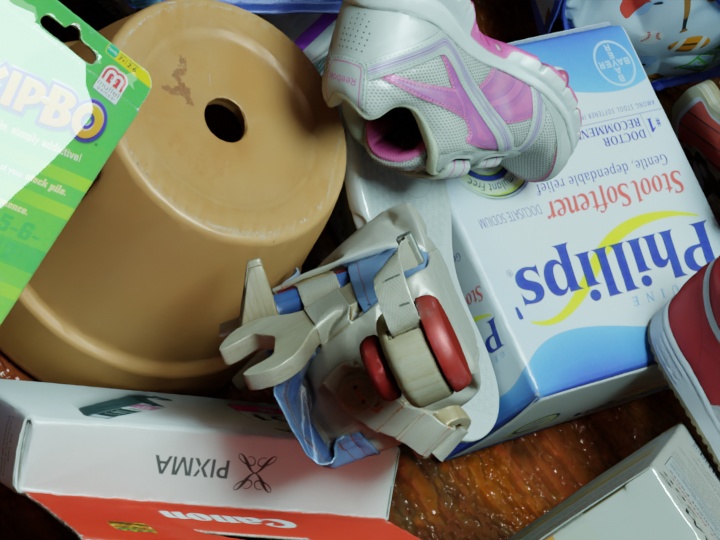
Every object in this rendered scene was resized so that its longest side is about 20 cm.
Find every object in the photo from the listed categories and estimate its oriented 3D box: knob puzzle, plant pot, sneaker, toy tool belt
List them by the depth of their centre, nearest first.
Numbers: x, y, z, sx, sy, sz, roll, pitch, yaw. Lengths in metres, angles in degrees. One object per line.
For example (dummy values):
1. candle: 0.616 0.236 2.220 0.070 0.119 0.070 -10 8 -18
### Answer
1. toy tool belt: -0.010 0.045 1.298 0.200 0.123 0.125 -78 143 -81
2. plant pot: -0.099 -0.045 1.392 0.200 0.140 0.200 15 59 -27
3. sneaker: 0.038 -0.085 1.392 0.200 0.081 0.088 34 79 -48
4. sneaker: 0.234 0.070 1.410 0.071 0.113 0.200 -17 64 -39
5. sneaker: 0.000 0.000 1.446 0.071 0.099 0.200 -19 94 -46
6. knob puzzle: 0.217 -0.017 1.581 0.030 0.220 0.220 -25 79 -8

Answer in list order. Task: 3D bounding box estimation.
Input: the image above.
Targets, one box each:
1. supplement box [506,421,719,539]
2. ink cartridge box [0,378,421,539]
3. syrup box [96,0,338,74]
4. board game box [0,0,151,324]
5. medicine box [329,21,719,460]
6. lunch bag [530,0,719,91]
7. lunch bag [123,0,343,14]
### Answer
1. supplement box: 0.126 0.149 1.382 0.074 0.126 0.200 56 12 4
2. ink cartridge box: -0.072 0.095 1.311 0.200 0.174 0.044 7 95 -27
3. syrup box: -0.095 -0.175 1.489 0.200 0.079 0.081 43 53 2
4. board game box: -0.182 -0.036 1.251 0.096 0.030 0.200 39 72 -21
5. medicine box: 0.097 -0.018 1.530 0.182 0.103 0.200 -15 73 -38
6. lunch bag: 0.151 -0.214 1.622 0.200 0.124 0.170 37 38 -61
7. lunch bag: -0.033 -0.225 1.408 0.200 0.127 0.170 -9 61 7
